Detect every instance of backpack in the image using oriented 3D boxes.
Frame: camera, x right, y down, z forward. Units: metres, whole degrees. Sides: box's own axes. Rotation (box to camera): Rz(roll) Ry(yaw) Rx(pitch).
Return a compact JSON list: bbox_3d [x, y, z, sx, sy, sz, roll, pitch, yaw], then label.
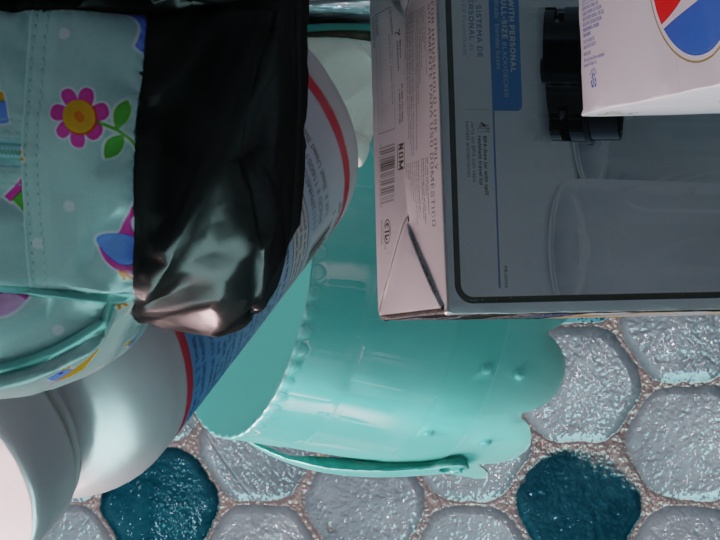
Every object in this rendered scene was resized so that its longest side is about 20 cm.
[{"bbox_3d":[-0.115,-0.034,0.482,0.200,0.127,0.167,2,-177,0],"label":"backpack"}]

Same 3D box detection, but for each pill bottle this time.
[{"bbox_3d":[-0.086,0.000,0.632,0.109,0.109,0.200,-2,-147,29],"label":"pill bottle"}]

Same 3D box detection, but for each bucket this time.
[{"bbox_3d":[0.000,0.000,0.973,0.135,0.207,0.207,7,176,-25],"label":"bucket"}]

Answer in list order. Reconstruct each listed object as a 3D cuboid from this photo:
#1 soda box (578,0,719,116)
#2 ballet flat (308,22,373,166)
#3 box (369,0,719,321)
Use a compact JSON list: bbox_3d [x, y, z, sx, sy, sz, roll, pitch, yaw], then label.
[{"bbox_3d":[0.113,-0.071,0.406,0.068,0.064,0.200,-2,180,-17],"label":"soda box"},{"bbox_3d":[-0.083,-0.063,0.756,0.200,0.070,0.069,-1,179,-18],"label":"ballet flat"},{"bbox_3d":[0.106,-0.045,0.581,0.200,0.117,0.060,0,177,-18],"label":"box"}]
